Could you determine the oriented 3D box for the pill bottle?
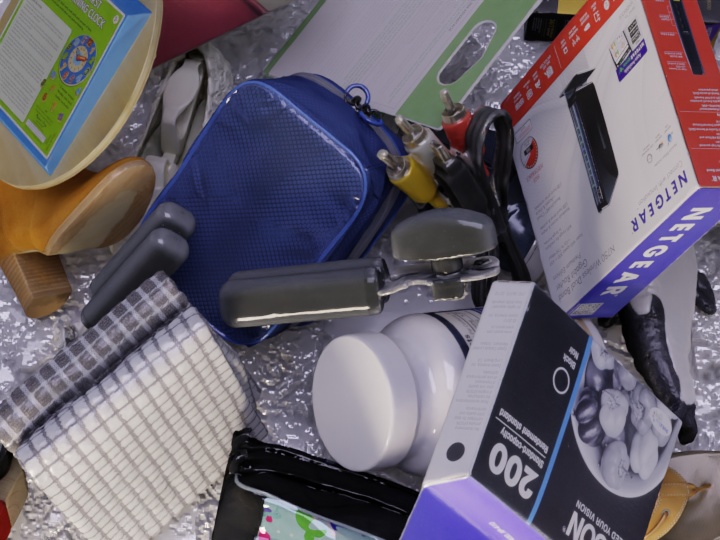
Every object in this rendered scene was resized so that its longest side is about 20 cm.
[{"bbox_3d":[0.072,0.084,1.472,0.199,0.116,0.117,-4,66,-36],"label":"pill bottle"}]

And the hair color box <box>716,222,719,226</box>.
[{"bbox_3d":[0.290,-0.083,1.521,0.098,0.200,0.061,-21,68,24],"label":"hair color box"}]

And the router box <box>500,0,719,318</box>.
[{"bbox_3d":[0.181,-0.090,1.443,0.048,0.200,0.181,-1,63,-26],"label":"router box"}]

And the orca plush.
[{"bbox_3d":[0.218,0.037,1.574,0.105,0.071,0.202,6,66,-47],"label":"orca plush"}]

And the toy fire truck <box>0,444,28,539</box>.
[{"bbox_3d":[-0.351,0.198,1.481,0.175,0.129,0.201,19,61,7],"label":"toy fire truck"}]

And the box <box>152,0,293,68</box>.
[{"bbox_3d":[-0.133,-0.252,1.577,0.199,0.109,0.129,-20,44,37],"label":"box"}]

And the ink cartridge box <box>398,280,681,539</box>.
[{"bbox_3d":[0.126,0.142,1.397,0.043,0.198,0.201,0,59,44],"label":"ink cartridge box"}]

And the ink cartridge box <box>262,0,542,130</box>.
[{"bbox_3d":[0.038,-0.170,1.597,0.199,0.048,0.146,23,68,40],"label":"ink cartridge box"}]

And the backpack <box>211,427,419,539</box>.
[{"bbox_3d":[-0.008,0.208,1.437,0.198,0.178,0.152,12,95,-4],"label":"backpack"}]

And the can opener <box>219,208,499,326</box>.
[{"bbox_3d":[0.000,0.000,1.424,0.198,0.053,0.067,-10,100,12],"label":"can opener"}]

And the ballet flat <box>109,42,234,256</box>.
[{"bbox_3d":[-0.152,-0.093,1.607,0.071,0.072,0.202,13,71,5],"label":"ballet flat"}]

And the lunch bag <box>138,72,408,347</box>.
[{"bbox_3d":[-0.054,-0.055,1.532,0.136,0.132,0.200,42,108,10],"label":"lunch bag"}]

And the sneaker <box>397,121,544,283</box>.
[{"bbox_3d":[0.112,-0.111,1.592,0.145,0.077,0.204,28,71,-8],"label":"sneaker"}]

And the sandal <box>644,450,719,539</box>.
[{"bbox_3d":[0.197,0.168,1.515,0.198,0.054,0.081,0,69,0],"label":"sandal"}]

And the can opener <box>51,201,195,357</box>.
[{"bbox_3d":[-0.172,0.026,1.506,0.066,0.200,0.053,24,43,-18],"label":"can opener"}]

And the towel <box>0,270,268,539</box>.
[{"bbox_3d":[-0.159,0.102,1.461,0.165,0.200,0.086,-41,65,-8],"label":"towel"}]

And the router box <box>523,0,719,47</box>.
[{"bbox_3d":[0.214,-0.283,1.685,0.156,0.052,0.202,3,70,1],"label":"router box"}]

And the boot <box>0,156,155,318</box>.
[{"bbox_3d":[-0.232,-0.072,1.537,0.070,0.201,0.145,-8,64,-40],"label":"boot"}]

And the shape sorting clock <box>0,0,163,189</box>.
[{"bbox_3d":[-0.211,-0.153,1.499,0.199,0.039,0.202,-20,61,41],"label":"shape sorting clock"}]

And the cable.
[{"bbox_3d":[0.086,-0.049,1.520,0.097,0.201,0.050,-42,43,-13],"label":"cable"}]
